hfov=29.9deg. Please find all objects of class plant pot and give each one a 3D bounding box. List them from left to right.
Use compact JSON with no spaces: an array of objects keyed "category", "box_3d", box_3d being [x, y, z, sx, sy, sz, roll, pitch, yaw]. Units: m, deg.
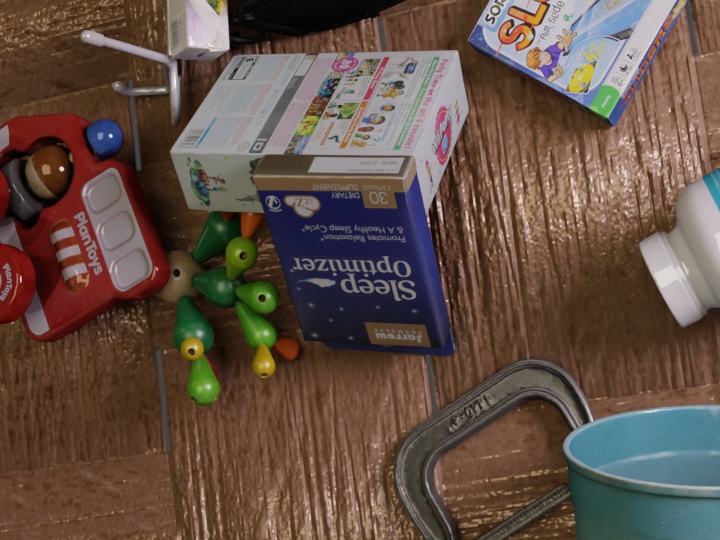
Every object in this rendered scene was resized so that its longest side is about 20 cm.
[{"category":"plant pot","box_3d":[0.242,0.208,0.916,0.197,0.200,0.191,-1,99,20]}]

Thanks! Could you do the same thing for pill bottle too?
[{"category":"pill bottle","box_3d":[0.301,-0.036,0.953,0.198,0.111,0.112,-28,75,15]}]

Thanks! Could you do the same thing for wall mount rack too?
[{"category":"wall mount rack","box_3d":[-0.187,-0.226,1.125,0.073,0.174,0.203,-2,82,-5]}]

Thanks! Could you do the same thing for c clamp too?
[{"category":"c clamp","box_3d":[0.111,0.175,1.050,0.200,0.027,0.172,-41,67,13]}]

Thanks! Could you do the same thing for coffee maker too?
[{"category":"coffee maker","box_3d":[-0.054,-0.308,1.105,0.190,0.134,0.203,-8,81,20]}]

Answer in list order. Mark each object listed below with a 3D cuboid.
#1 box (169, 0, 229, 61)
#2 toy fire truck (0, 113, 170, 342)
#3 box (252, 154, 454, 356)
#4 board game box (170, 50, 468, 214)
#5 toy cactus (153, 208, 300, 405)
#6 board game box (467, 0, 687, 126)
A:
[{"category":"box","box_3d":[-0.136,-0.275,1.109,0.041,0.038,0.203,-13,79,59]},{"category":"toy fire truck","box_3d":[-0.256,-0.045,1.155,0.167,0.112,0.202,-27,71,17]},{"category":"box","box_3d":[0.000,0.000,1.032,0.119,0.202,0.033,2,43,21]},{"category":"board game box","box_3d":[-0.029,-0.110,1.067,0.197,0.065,0.148,3,41,21]},{"category":"toy cactus","box_3d":[-0.121,0.008,1.130,0.164,0.102,0.203,9,90,40]},{"category":"board game box","box_3d":[0.191,-0.234,1.057,0.135,0.034,0.202,31,95,21]}]
